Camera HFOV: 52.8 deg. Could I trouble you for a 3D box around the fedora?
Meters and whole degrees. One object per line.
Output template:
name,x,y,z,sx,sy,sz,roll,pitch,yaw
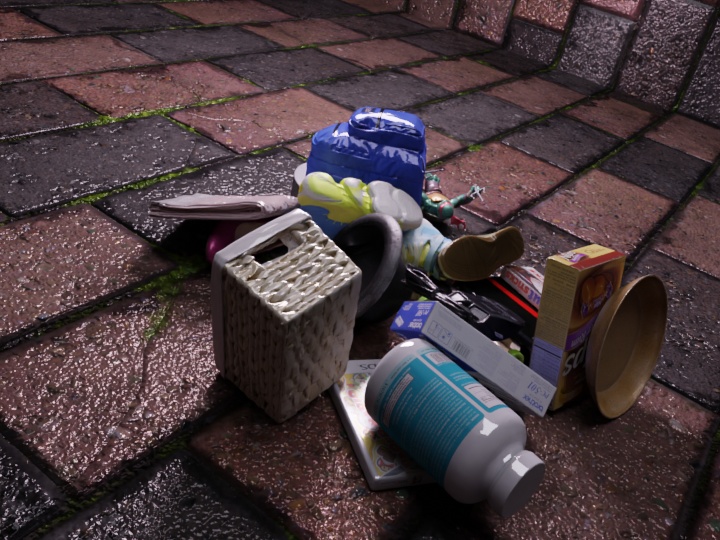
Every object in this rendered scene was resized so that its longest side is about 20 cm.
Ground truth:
fedora,0.010,0.015,1.034,0.091,0.201,0.202,34,18,-31

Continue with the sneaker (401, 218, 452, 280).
sneaker,0.087,-0.028,1.198,0.198,0.081,0.130,-17,41,-41

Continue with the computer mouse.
computer mouse,0.132,0.049,0.978,0.140,0.047,0.199,36,13,33

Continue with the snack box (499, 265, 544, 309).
snack box,0.306,0.054,1.138,0.071,0.025,0.200,5,28,-36

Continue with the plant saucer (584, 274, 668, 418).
plant saucer,0.358,0.100,0.992,0.198,0.204,0.035,-16,25,-42

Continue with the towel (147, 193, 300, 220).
towel,-0.206,-0.102,1.136,0.187,0.033,0.200,2,9,10

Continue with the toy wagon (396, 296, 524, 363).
toy wagon,0.133,0.090,1.031,0.197,0.040,0.155,6,25,-29

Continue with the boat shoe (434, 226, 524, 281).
boat shoe,0.184,-0.021,1.163,0.197,0.075,0.064,-13,-5,-39

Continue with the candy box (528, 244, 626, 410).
candy box,0.291,0.076,0.985,0.115,0.204,0.056,-14,28,-39

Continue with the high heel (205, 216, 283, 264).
high heel,-0.164,-0.050,1.128,0.094,0.069,0.200,10,25,14

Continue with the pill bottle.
pill bottle,0.102,0.171,0.786,0.109,0.113,0.199,-13,39,-39

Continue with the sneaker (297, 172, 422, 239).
sneaker,-0.007,-0.087,1.123,0.196,0.106,0.077,16,51,-12

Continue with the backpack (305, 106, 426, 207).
backpack,0.010,-0.182,1.203,0.196,0.171,0.163,8,18,4

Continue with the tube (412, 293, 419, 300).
tube,0.000,0.000,1.130,0.196,0.053,0.058,17,14,8

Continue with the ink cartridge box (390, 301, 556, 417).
ink cartridge box,0.139,0.109,0.900,0.199,0.045,0.094,36,-14,-16

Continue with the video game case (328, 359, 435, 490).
video game case,0.063,0.178,0.895,0.178,0.023,0.201,0,33,-23

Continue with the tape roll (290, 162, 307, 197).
tape roll,-0.031,-0.130,1.330,0.196,0.067,0.202,12,30,-7

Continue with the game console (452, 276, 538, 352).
game console,0.258,0.071,1.130,0.175,0.032,0.200,-2,32,-41

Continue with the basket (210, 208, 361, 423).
basket,-0.085,0.058,0.843,0.123,0.202,0.135,38,51,25

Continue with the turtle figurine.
turtle figurine,0.145,-0.145,1.401,0.147,0.102,0.200,18,11,-24
